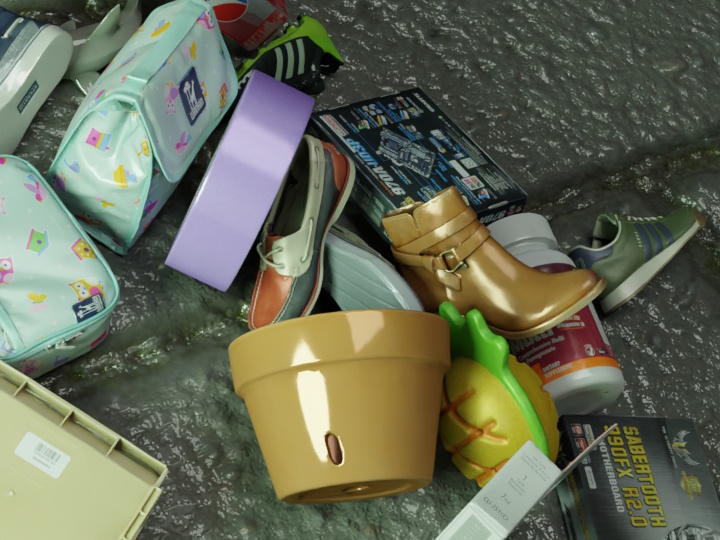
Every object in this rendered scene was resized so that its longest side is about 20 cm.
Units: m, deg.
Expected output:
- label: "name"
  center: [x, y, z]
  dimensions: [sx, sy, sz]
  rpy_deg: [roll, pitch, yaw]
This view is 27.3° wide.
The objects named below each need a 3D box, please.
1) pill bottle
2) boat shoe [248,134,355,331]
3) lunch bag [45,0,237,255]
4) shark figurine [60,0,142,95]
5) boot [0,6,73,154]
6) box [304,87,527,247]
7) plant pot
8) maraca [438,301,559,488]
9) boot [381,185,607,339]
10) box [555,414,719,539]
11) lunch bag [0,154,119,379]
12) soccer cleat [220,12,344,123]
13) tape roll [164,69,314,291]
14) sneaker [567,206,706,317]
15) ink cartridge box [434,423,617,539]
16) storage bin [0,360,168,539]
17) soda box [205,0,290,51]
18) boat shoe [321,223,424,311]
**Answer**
- label: "pill bottle"
  center: [0.182, 0.049, 1.501]
  dimensions: [0.109, 0.110, 0.201]
  rpy_deg: [-4, 59, -28]
- label: "boat shoe"
  center: [-0.066, -0.029, 1.409]
  dimensions: [0.062, 0.071, 0.201]
  rpy_deg: [27, 82, -51]
- label: "lunch bag"
  center: [-0.201, -0.142, 1.390]
  dimensions: [0.121, 0.200, 0.171]
  rpy_deg: [31, 48, -2]
- label: "shark figurine"
  center: [-0.258, -0.259, 1.522]
  dimensions: [0.128, 0.090, 0.215]
  rpy_deg: [36, 51, 0]
- label: "boot"
  center: [-0.362, -0.164, 1.412]
  dimensions: [0.090, 0.073, 0.201]
  rpy_deg: [22, 60, 16]
- label: "box"
  center: [0.055, -0.106, 1.563]
  dimensions: [0.158, 0.046, 0.200]
  rpy_deg: [-18, 53, -35]
- label: "plant pot"
  center: [-0.011, 0.126, 1.309]
  dimensions: [0.199, 0.200, 0.141]
  rpy_deg: [0, 72, -26]
- label: "maraca"
  center: [0.121, 0.121, 1.377]
  dimensions: [0.107, 0.137, 0.201]
  rpy_deg: [-31, 112, -28]
- label: "boot"
  center: [0.120, -0.011, 1.405]
  dimensions: [0.156, 0.199, 0.074]
  rpy_deg: [67, 27, -8]
- label: "box"
  center: [0.277, 0.240, 1.451]
  dimensions: [0.157, 0.048, 0.201]
  rpy_deg: [4, 55, -23]
- label: "lunch bag"
  center: [-0.318, 0.003, 1.307]
  dimensions: [0.160, 0.077, 0.200]
  rpy_deg: [-26, 71, -38]
- label: "soccer cleat"
  center: [-0.087, -0.203, 1.583]
  dimensions: [0.081, 0.067, 0.200]
  rpy_deg: [48, 49, -5]
- label: "tape roll"
  center: [-0.113, -0.084, 1.390]
  dimensions: [0.065, 0.200, 0.201]
  rpy_deg: [24, 49, -7]
- label: "sneaker"
  center: [0.304, -0.036, 1.650]
  dimensions: [0.090, 0.067, 0.200]
  rpy_deg: [48, 53, 5]
- label: "ink cartridge box"
  center: [0.118, 0.211, 1.292]
  dimensions: [0.045, 0.200, 0.176]
  rpy_deg: [44, 49, 10]
- label: "storage bin"
  center: [-0.285, 0.195, 1.175]
  dimensions: [0.199, 0.094, 0.199]
  rpy_deg: [32, 48, -1]
- label: "soda box"
  center: [-0.168, -0.314, 1.561]
  dimensions: [0.200, 0.063, 0.070]
  rpy_deg: [31, 29, -40]
- label: "boat shoe"
  center: [0.000, 0.000, 1.442]
  dimensions: [0.062, 0.072, 0.200]
  rpy_deg: [-15, 42, -41]
